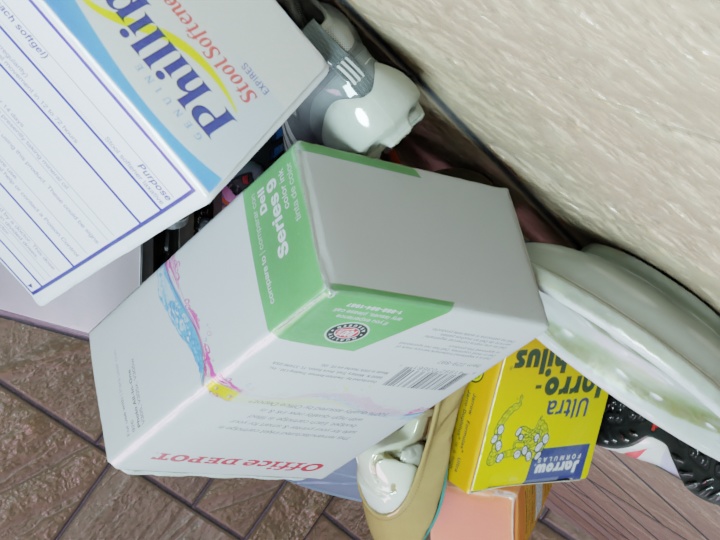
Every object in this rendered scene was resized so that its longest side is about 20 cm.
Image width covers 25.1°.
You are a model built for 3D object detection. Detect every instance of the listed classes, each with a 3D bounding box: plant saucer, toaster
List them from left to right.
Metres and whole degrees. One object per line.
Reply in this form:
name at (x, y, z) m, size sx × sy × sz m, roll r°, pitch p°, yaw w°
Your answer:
toaster at (-0.195, -0.052, 1.052) m, size 0.198 × 0.120 × 0.181 m, roll 15°, pitch -150°, yaw 7°
plant saucer at (0.153, 0.036, 0.878) m, size 0.199 × 0.050 × 0.200 m, roll 37°, pitch 174°, yaw 4°

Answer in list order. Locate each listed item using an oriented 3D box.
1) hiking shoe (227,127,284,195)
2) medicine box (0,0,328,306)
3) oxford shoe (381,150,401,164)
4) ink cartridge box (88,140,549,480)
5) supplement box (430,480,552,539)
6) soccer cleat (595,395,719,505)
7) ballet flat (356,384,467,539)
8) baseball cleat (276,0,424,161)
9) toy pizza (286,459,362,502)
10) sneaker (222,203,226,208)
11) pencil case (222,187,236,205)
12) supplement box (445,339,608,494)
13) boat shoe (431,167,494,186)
hiking shoe at (-0.055, -0.086, 0.960) m, size 0.074 × 0.087 × 0.200 m, roll 47°, pitch -174°, yaw 10°
medicine box at (-0.146, -0.103, 0.768) m, size 0.183 × 0.103 × 0.199 m, roll 49°, pitch 144°, yaw -12°
oxford shoe at (0.000, 0.000, 1.031) m, size 0.070 × 0.202 × 0.073 m, roll -5°, pitch -159°, yaw -12°
ink cartridge box at (-0.027, 0.031, 0.828) m, size 0.144 × 0.200 × 0.088 m, roll 9°, pitch -125°, yaw -38°
supplement box at (0.109, 0.127, 1.165) m, size 0.066 × 0.200 × 0.070 m, roll 7°, pitch 121°, yaw 21°
soccer cleat at (0.223, 0.107, 1.038) m, size 0.072 × 0.069 × 0.200 m, roll 12°, pitch -178°, yaw -27°
ballet flat at (0.026, 0.090, 0.999) m, size 0.063 × 0.202 × 0.068 m, roll -1°, pitch -155°, yaw -39°
baseball cleat at (-0.020, -0.097, 0.847) m, size 0.107 × 0.070 × 0.200 m, roll 50°, pitch 168°, yaw -5°
toy pizza at (0.020, 0.154, 1.271) m, size 0.198 × 0.032 × 0.200 m, roll 9°, pitch 162°, yaw 3°
sneaker at (-0.084, -0.038, 1.227) m, size 0.088 × 0.075 × 0.201 m, roll 24°, pitch -148°, yaw -39°
pencil case at (-0.103, -0.102, 1.152) m, size 0.199 × 0.088 × 0.087 m, roll 38°, pitch 174°, yaw -9°
supplement box at (0.062, 0.055, 1.091) m, size 0.108 × 0.111 × 0.199 m, roll 0°, pitch -160°, yaw -39°
boat shoe at (-0.007, -0.008, 0.948) m, size 0.066 × 0.199 × 0.073 m, roll 31°, pitch -133°, yaw -67°
